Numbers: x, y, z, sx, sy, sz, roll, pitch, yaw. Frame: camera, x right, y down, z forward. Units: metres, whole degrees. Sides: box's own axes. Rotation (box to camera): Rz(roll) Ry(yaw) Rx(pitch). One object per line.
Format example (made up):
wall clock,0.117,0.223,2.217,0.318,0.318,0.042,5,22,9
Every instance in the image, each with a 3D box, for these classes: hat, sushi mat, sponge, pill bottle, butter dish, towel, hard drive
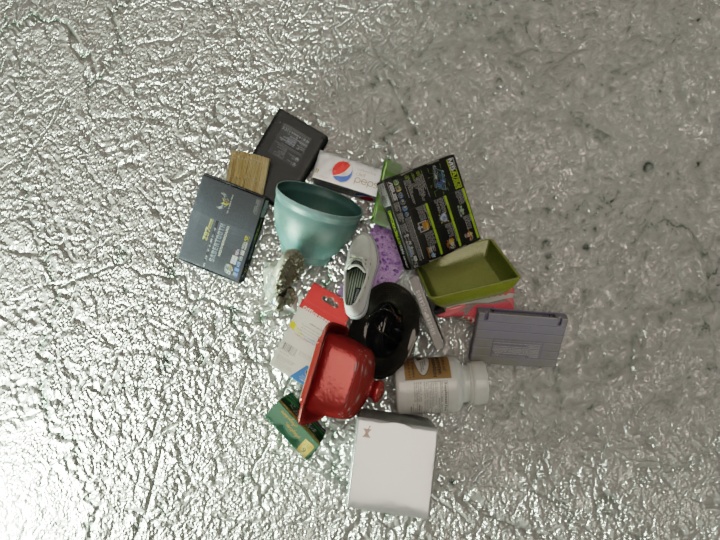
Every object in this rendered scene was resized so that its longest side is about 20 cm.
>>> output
hat,0.065,0.133,1.298,0.197,0.080,0.207,-12,70,35
sushi mat,-0.270,-0.167,1.378,0.093,0.012,0.206,13,96,7
sponge,0.040,-0.007,1.370,0.110,0.030,0.204,29,84,4
pill bottle,0.170,0.245,1.291,0.193,0.114,0.118,-3,82,0
butter dish,-0.022,0.220,1.199,0.144,0.200,0.205,15,84,14
towel,0.126,-0.150,1.349,0.195,0.031,0.154,16,81,-23
hard drive,-0.181,-0.256,1.405,0.137,0.033,0.203,29,83,4

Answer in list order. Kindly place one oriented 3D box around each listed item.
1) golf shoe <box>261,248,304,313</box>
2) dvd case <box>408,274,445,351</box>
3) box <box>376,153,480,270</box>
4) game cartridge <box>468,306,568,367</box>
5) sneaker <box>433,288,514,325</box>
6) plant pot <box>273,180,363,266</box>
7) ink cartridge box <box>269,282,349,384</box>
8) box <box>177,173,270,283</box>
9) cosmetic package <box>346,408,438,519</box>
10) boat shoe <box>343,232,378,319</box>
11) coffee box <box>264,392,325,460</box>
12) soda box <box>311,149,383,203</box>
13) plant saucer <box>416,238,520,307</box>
golf shoe,-0.181,0.006,1.295,0.077,0.202,0.098,-30,69,-35
dvd case,0.142,0.091,1.269,0.024,0.200,0.154,-21,82,5
box,0.152,-0.129,1.326,0.189,0.047,0.205,-23,97,-23
game cartridge,0.339,0.147,1.308,0.193,0.039,0.133,5,121,-3
sneaker,0.257,0.092,1.321,0.194,0.074,0.090,-10,92,-15
plant pot,-0.106,-0.096,1.317,0.195,0.201,0.137,21,110,3
ink cartridge box,-0.103,0.145,1.332,0.114,0.067,0.204,28,83,4
box,-0.307,-0.095,1.356,0.154,0.051,0.205,21,95,5
cosmetic package,0.063,0.385,1.231,0.162,0.200,0.172,8,82,3
boat shoe,0.000,0.000,1.300,0.071,0.067,0.206,-3,64,12
coffee box,-0.128,0.316,1.242,0.044,0.200,0.123,-43,84,-4
soda box,-0.010,-0.209,1.381,0.195,0.064,0.070,17,82,2
plant saucer,0.224,0.011,1.306,0.194,0.201,0.049,-13,118,-1
